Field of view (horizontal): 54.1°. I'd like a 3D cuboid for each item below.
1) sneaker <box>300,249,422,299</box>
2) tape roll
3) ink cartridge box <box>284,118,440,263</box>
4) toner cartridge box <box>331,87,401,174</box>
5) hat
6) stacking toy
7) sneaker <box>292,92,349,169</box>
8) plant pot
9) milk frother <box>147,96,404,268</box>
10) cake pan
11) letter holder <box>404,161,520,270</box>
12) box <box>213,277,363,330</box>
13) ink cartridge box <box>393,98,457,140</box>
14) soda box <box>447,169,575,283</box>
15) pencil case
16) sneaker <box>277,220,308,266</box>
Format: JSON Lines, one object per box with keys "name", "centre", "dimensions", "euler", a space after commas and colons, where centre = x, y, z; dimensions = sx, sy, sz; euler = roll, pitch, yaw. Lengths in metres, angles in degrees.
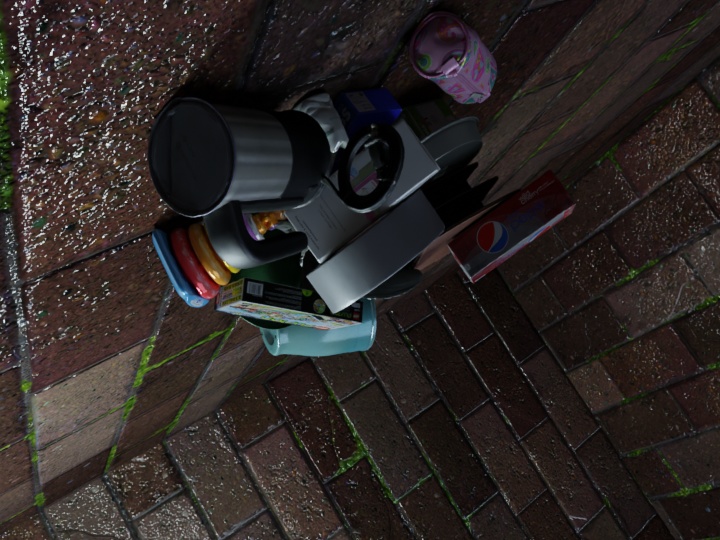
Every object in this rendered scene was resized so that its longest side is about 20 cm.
{"name": "sneaker", "centre": [0.000, 0.000, 1.110], "dimensions": [0.196, 0.093, 0.076], "euler": [-1, -175, -2]}
{"name": "tape roll", "centre": [0.021, -0.027, 0.981], "dimensions": [0.199, 0.067, 0.200], "euler": [-36, -176, 3]}
{"name": "ink cartridge box", "centre": [0.006, -0.108, 0.963], "dimensions": [0.199, 0.085, 0.145], "euler": [-36, -177, 6]}
{"name": "toner cartridge box", "centre": [-0.030, -0.170, 1.010], "dimensions": [0.094, 0.043, 0.200], "euler": [-17, 156, -43]}
{"name": "hat", "centre": [-0.118, -0.033, 1.099], "dimensions": [0.164, 0.203, 0.176], "euler": [-9, 160, -41]}
{"name": "stacking toy", "centre": [-0.176, -0.044, 0.986], "dimensions": [0.198, 0.111, 0.116], "euler": [-30, 170, 0]}
{"name": "sneaker", "centre": [-0.086, -0.141, 0.934], "dimensions": [0.070, 0.081, 0.200], "euler": [-25, 169, -44]}
{"name": "plant pot", "centre": [-0.094, 0.075, 1.344], "dimensions": [0.185, 0.203, 0.200], "euler": [-12, 162, -23]}
{"name": "milk frother", "centre": [-0.081, -0.118, 0.754], "dimensions": [0.199, 0.182, 0.187], "euler": [-35, 171, 28]}
{"name": "cake pan", "centre": [0.114, -0.167, 1.124], "dimensions": [0.199, 0.037, 0.200], "euler": [-32, 170, -7]}
{"name": "letter holder", "centre": [0.143, -0.099, 1.147], "dimensions": [0.198, 0.101, 0.142], "euler": [-29, 167, -21]}
{"name": "box", "centre": [-0.106, 0.053, 1.055], "dimensions": [0.197, 0.035, 0.110], "euler": [13, 163, -30]}
{"name": "ink cartridge box", "centre": [0.053, -0.192, 1.148], "dimensions": [0.198, 0.076, 0.148], "euler": [-23, 166, -40]}
{"name": "soda box", "centre": [0.237, -0.068, 1.115], "dimensions": [0.199, 0.071, 0.063], "euler": [-36, 165, 6]}
{"name": "pencil case", "centre": [0.131, -0.280, 0.950], "dimensions": [0.087, 0.088, 0.199], "euler": [-36, 169, 18]}
{"name": "sneaker", "centre": [-0.126, -0.040, 1.261], "dimensions": [0.198, 0.088, 0.076], "euler": [-22, 167, -43]}
